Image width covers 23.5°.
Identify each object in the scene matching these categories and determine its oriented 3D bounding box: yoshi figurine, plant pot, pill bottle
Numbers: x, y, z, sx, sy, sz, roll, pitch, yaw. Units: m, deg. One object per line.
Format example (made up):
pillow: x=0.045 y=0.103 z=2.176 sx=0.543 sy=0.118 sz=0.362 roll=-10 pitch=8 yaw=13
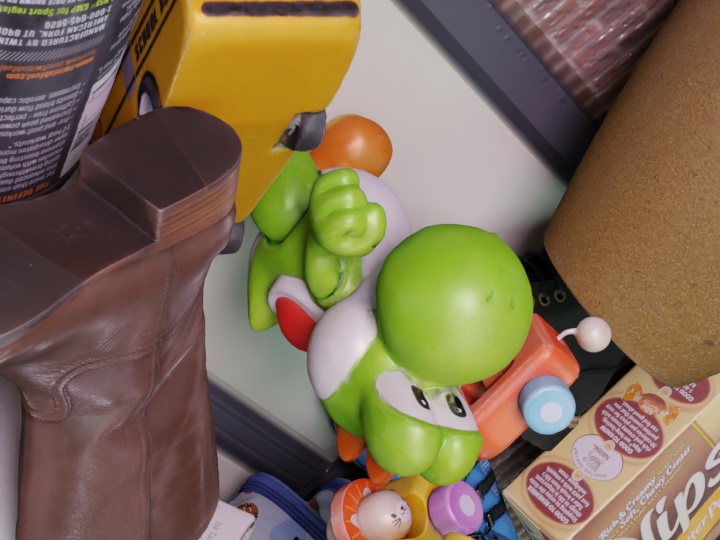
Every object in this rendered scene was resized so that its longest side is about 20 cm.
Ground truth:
yoshi figurine: x=0.013 y=-0.009 z=0.691 sx=0.111 sy=0.201 sz=0.113 roll=-16 pitch=136 yaw=-12
plant pot: x=0.181 y=-0.049 z=0.753 sx=0.200 sy=0.187 sz=0.186 roll=-42 pitch=136 yaw=17
pill bottle: x=-0.133 y=-0.086 z=0.592 sx=0.105 sy=0.107 sz=0.200 roll=-3 pitch=151 yaw=-25

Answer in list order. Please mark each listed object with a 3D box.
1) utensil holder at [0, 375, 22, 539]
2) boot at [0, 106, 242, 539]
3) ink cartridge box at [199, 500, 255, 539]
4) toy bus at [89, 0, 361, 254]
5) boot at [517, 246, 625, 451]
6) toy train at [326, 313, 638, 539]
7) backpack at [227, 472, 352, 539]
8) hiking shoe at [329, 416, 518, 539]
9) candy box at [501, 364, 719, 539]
utensil holder: x=-0.239 y=0.067 z=0.659 sx=0.170 sy=0.170 sz=0.200 roll=-39 pitch=134 yaw=12
boot: x=-0.116 y=0.059 z=0.589 sx=0.186 sy=0.064 sz=0.201 roll=-26 pitch=145 yaw=-33
ink cartridge box: x=-0.076 y=0.183 z=0.776 sx=0.175 sy=0.045 sz=0.201 roll=25 pitch=134 yaw=6
toy bus: x=-0.063 y=-0.066 z=0.652 sx=0.065 sy=0.079 sz=0.200 roll=-5 pitch=162 yaw=-22
boot: x=0.087 y=-0.001 z=0.844 sx=0.138 sy=0.078 sz=0.200 roll=-45 pitch=146 yaw=9
toy train: x=0.041 y=0.086 z=0.680 sx=0.150 sy=0.200 sz=0.056 roll=-43 pitch=110 yaw=15
backpack: x=-0.024 y=0.199 z=0.885 sx=0.154 sy=0.199 sz=0.191 roll=-45 pitch=150 yaw=-20
hiking shoe: x=0.047 y=0.116 z=0.914 sx=0.074 sy=0.087 sz=0.200 roll=-31 pitch=138 yaw=2
candy box: x=0.180 y=0.096 z=0.954 sx=0.200 sy=0.055 sz=0.116 roll=-41 pitch=139 yaw=-8
